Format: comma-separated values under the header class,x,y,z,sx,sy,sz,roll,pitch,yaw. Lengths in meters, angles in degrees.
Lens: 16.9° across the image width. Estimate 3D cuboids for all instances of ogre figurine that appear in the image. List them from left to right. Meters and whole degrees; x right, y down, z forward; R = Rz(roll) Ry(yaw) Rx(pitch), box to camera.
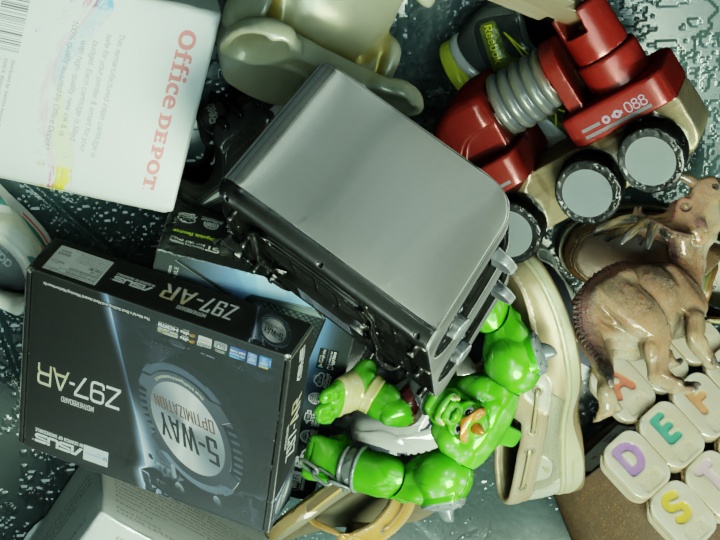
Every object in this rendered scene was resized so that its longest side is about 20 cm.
class,x,y,z,sx,sy,sz,roll,pitch,yaw
ogre figurine,0.054,0.081,1.674,0.120,0.098,0.200,33,76,18

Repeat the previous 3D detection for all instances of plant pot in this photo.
class,x,y,z,sx,sy,sz,roll,pitch,yaw
plant pot,0.243,0.208,1.824,0.187,0.187,0.200,-40,96,9

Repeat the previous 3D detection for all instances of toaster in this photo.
class,x,y,z,sx,sy,sz,roll,pitch,yaw
toaster,0.003,-0.025,1.561,0.200,0.181,0.119,36,80,12

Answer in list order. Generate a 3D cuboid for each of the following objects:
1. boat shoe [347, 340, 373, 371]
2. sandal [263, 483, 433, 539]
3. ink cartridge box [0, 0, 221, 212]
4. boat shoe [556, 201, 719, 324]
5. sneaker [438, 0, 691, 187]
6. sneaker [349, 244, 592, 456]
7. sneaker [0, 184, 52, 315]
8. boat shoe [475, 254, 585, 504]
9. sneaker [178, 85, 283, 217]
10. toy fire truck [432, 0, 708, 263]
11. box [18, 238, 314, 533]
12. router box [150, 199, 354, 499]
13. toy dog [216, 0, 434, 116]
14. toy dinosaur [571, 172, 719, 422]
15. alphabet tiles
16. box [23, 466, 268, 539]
class,x,y,z,sx,sy,sz,roll,pitch,yaw
boat shoe,0.000,0.000,1.761,0.074,0.062,0.201,15,110,-14
sandal,0.010,0.180,1.774,0.080,0.200,0.054,-42,67,27
ink cartridge box,-0.207,-0.145,1.635,0.199,0.145,0.146,13,108,-11
boat shoe,0.246,-0.001,1.787,0.199,0.068,0.072,8,111,-9
sneaker,0.156,-0.128,1.712,0.199,0.075,0.085,24,128,-15
sneaker,0.071,0.046,1.778,0.198,0.080,0.130,-21,111,1
sneaker,-0.291,-0.044,1.691,0.070,0.093,0.200,-42,110,9
boat shoe,0.116,0.080,1.725,0.065,0.072,0.201,-16,123,-13
sneaker,-0.060,-0.108,1.706,0.098,0.071,0.201,31,106,-19
toy fire truck,0.112,-0.124,1.625,0.176,0.129,0.200,-27,103,25
box,-0.138,0.080,1.683,0.199,0.044,0.161,19,127,13
router box,-0.084,0.060,1.731,0.149,0.062,0.201,14,127,0
toy dog,-0.012,-0.211,1.627,0.139,0.194,0.201,22,77,-18
toy dinosaur,0.192,0.020,1.693,0.086,0.200,0.136,-17,99,43
alphabet tiles,0.269,0.119,1.784,0.200,0.015,0.196,-36,78,-31
box,-0.164,0.271,1.807,0.200,0.131,0.199,30,104,-17
